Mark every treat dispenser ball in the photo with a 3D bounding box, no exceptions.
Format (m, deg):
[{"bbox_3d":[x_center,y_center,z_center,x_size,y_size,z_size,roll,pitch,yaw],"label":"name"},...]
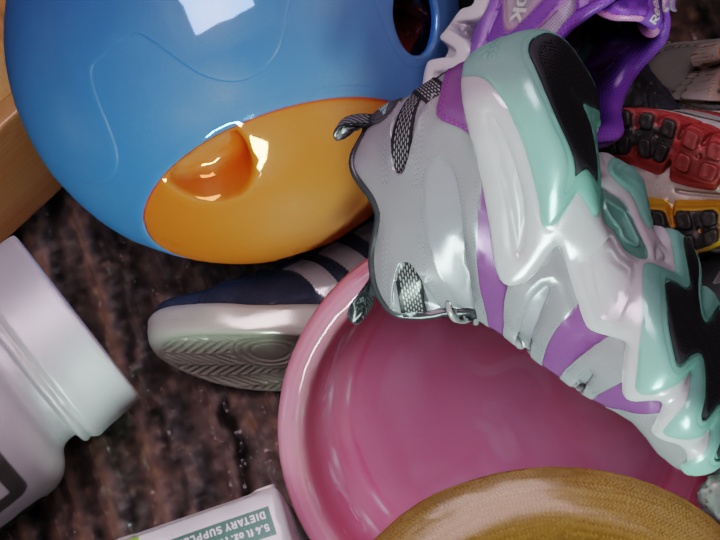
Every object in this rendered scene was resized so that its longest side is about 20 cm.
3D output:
[{"bbox_3d":[-0.056,-0.103,1.194,0.200,0.201,0.202,-3,72,8],"label":"treat dispenser ball"}]

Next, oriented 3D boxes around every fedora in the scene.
[{"bbox_3d":[0.077,0.169,1.139,0.200,0.082,0.202,0,95,0],"label":"fedora"}]

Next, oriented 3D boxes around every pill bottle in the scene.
[{"bbox_3d":[-0.207,0.082,1.234,0.200,0.114,0.114,-38,71,-5],"label":"pill bottle"}]

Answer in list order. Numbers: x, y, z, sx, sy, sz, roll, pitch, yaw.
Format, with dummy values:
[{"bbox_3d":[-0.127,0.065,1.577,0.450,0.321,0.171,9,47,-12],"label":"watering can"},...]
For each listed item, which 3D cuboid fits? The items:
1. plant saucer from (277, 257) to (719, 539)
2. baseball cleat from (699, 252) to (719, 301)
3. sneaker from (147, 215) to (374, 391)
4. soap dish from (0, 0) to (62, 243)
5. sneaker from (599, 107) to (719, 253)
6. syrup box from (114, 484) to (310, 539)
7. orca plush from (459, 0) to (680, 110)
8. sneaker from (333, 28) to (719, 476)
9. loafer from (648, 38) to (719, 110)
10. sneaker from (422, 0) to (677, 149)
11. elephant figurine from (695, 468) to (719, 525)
[{"bbox_3d":[0.065,0.069,1.187,0.200,0.051,0.201,4,110,10],"label":"plant saucer"},{"bbox_3d":[0.195,-0.008,1.235,0.199,0.070,0.107,-13,57,0],"label":"baseball cleat"},{"bbox_3d":[0.000,0.000,1.255,0.199,0.075,0.085,-6,65,1],"label":"sneaker"},{"bbox_3d":[-0.224,-0.099,1.313,0.157,0.081,0.200,-43,70,-6],"label":"soap dish"},{"bbox_3d":[0.187,-0.036,1.155,0.199,0.082,0.078,14,103,24],"label":"sneaker"},{"bbox_3d":[-0.038,0.206,1.184,0.078,0.081,0.201,-19,69,3],"label":"syrup box"},{"bbox_3d":[0.074,-0.089,1.246,0.071,0.105,0.200,-32,84,-32],"label":"orca plush"},{"bbox_3d":[0.059,0.009,1.106,0.140,0.078,0.201,-20,106,28],"label":"sneaker"},{"bbox_3d":[0.202,-0.082,1.208,0.200,0.063,0.072,20,56,43],"label":"loafer"},{"bbox_3d":[0.099,-0.133,1.129,0.088,0.080,0.201,19,91,51],"label":"sneaker"},{"bbox_3d":[0.264,0.069,1.156,0.141,0.155,0.200,31,82,26],"label":"elephant figurine"}]
